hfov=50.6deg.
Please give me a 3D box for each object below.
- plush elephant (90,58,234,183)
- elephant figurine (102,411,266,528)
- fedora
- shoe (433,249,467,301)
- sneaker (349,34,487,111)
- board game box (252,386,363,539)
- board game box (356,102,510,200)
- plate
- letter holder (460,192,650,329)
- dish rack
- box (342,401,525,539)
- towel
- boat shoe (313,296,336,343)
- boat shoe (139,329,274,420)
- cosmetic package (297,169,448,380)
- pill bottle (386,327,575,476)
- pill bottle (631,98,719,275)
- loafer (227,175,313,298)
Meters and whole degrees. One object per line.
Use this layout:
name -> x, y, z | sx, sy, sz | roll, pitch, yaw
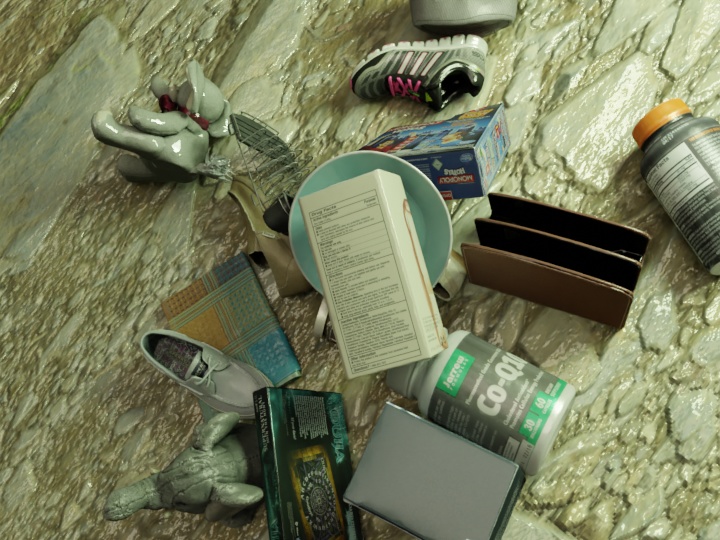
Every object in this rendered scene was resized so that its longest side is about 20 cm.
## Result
plush elephant -> -0.258, -0.215, 1.079 | 0.197, 0.165, 0.157 | 10, 72, 10
elephant figurine -> -0.169, 0.236, 0.878 | 0.140, 0.200, 0.157 | 25, 82, 14
fedora -> 0.144, -0.368, 1.028 | 0.197, 0.177, 0.092 | -1, 92, 13
shoe -> 0.049, -0.035, 0.942 | 0.199, 0.070, 0.054 | 35, 62, -11
sneaker -> 0.082, -0.261, 1.048 | 0.197, 0.074, 0.089 | -10, 64, 6
board game box -> -0.059, 0.241, 0.891 | 0.028, 0.134, 0.203 | -24, 65, 34
board game box -> 0.104, -0.152, 0.975 | 0.198, 0.200, 0.063 | 0, 115, 36
plate -> 0.012, -0.045, 0.908 | 0.197, 0.026, 0.203 | 4, 111, 10
letter holder -> 0.229, -0.024, 0.895 | 0.197, 0.142, 0.102 | 17, 77, 19
dish rack -> -0.098, -0.127, 1.015 | 0.054, 0.153, 0.202 | -31, 65, 20
box -> 0.087, 0.233, 0.817 | 0.147, 0.200, 0.108 | 22, 79, 20
towel -> -0.178, 0.092, 1.031 | 0.145, 0.022, 0.202 | -30, 66, 3
boat shoe -> 0.000, 0.000, 0.989 | 0.059, 0.072, 0.202 | 20, 75, 5
boat shoe -> -0.201, 0.131, 0.973 | 0.199, 0.072, 0.071 | 22, 79, 22
cosmetic package -> 0.016, 0.005, 0.829 | 0.102, 0.087, 0.203 | -16, 87, 20
pill bottle -> 0.136, 0.140, 0.882 | 0.198, 0.113, 0.114 | 26, 80, 20
pill bottle -> 0.403, -0.105, 0.897 | 0.105, 0.106, 0.202 | -28, 68, 4
loafer -> -0.129, -0.046, 1.032 | 0.067, 0.076, 0.201 | -36, 67, -6
